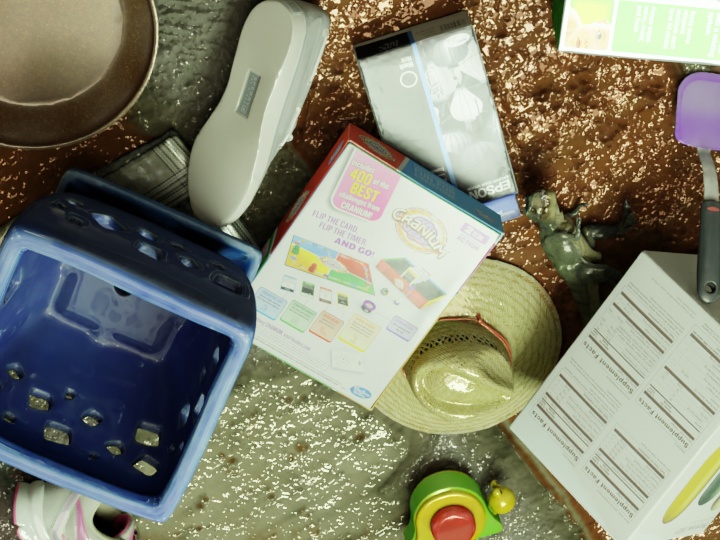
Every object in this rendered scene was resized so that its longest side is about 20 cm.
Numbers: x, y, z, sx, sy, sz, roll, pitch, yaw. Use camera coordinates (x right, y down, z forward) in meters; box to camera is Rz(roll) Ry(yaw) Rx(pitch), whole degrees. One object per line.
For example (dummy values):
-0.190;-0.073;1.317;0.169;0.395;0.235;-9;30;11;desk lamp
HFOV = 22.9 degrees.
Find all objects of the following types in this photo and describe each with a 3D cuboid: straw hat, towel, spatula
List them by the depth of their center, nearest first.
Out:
0.285;-0.068;1.453;0.056;0.200;0.021;8;159;-11;spatula
-0.188;0.003;1.496;0.200;0.035;0.193;-29;118;10;towel
0.085;0.087;1.547;0.201;0.085;0.201;-3;119;-5;straw hat

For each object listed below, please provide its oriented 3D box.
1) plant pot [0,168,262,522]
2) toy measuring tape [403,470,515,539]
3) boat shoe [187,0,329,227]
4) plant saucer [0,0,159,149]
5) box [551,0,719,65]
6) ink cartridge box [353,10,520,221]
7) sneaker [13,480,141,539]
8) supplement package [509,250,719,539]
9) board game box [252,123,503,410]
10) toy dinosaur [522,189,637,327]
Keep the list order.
-0.193;0.045;1.390;0.200;0.180;0.200;24;116;-7;plant pot
0.045;0.231;1.634;0.200;0.074;0.074;-18;120;3;toy measuring tape
-0.079;-0.126;1.422;0.068;0.072;0.200;-7;121;-50;boat shoe
-0.257;-0.191;1.378;0.200;0.037;0.200;-3;119;-5;plant saucer
0.247;-0.267;1.355;0.176;0.097;0.200;6;118;0;box
0.068;-0.107;1.465;0.099;0.039;0.200;-18;120;2;ink cartridge box
-0.236;0.265;1.610;0.088;0.081;0.200;-21;120;7;sneaker
0.267;0.108;1.512;0.152;0.151;0.200;3;128;-53;supplement package
0.000;0.000;1.468;0.153;0.040;0.200;31;112;-14;board game box
0.204;-0.009;1.535;0.088;0.047;0.200;-20;124;8;toy dinosaur
